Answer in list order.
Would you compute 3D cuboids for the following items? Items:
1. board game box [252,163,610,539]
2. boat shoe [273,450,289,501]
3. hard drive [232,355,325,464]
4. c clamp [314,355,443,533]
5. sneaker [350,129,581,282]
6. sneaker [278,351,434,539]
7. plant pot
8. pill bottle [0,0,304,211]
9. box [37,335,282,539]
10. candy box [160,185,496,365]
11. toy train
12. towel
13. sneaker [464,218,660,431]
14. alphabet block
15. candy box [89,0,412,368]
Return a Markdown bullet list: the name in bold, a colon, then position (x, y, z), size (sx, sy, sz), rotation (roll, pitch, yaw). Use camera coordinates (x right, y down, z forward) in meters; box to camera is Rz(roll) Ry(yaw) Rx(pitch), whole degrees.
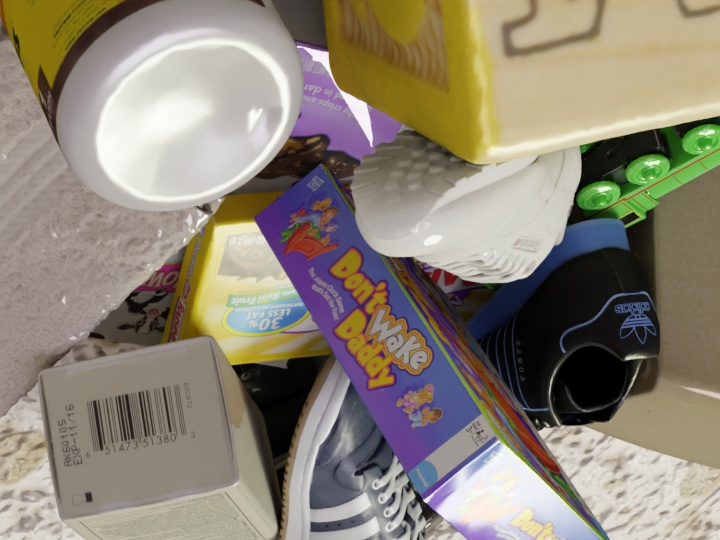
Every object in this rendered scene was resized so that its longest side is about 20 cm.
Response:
- **board game box**: position (0.036, 0.056, 1.239), size (0.045, 0.200, 0.134), rotation (-38, 138, 6)
- **boat shoe**: position (-0.007, 0.122, 1.473), size (0.199, 0.062, 0.075), rotation (-32, 136, 1)
- **hard drive**: position (-0.004, 0.069, 1.495), size (0.199, 0.038, 0.140), rotation (-22, 137, -7)
- **c clamp**: position (0.064, 0.080, 1.443), size (0.200, 0.027, 0.171), rotation (-44, 100, -6)
- **sneaker**: position (0.056, -0.028, 1.174), size (0.200, 0.076, 0.081), rotation (-29, 122, -61)
- **sneaker**: position (0.015, 0.134, 1.371), size (0.108, 0.070, 0.201), rotation (17, 125, 12)
- **plant pot**: position (0.206, 0.006, 1.391), size (0.176, 0.201, 0.200), rotation (4, 170, -20)
- **pill bottle**: position (-0.105, -0.126, 1.134), size (0.109, 0.200, 0.110), rotation (-15, 136, -15)
- **box**: position (-0.098, 0.100, 1.335), size (0.094, 0.078, 0.200), rotation (-12, 165, 1)
- **candy box**: position (0.000, 0.000, 1.336), size (0.199, 0.026, 0.103), rotation (-6, 136, -27)
- **toy train**: position (0.130, -0.047, 1.285), size (0.199, 0.042, 0.056), rotation (-28, 147, 22)
- **towel**: position (-0.170, -0.020, 1.253), size (0.133, 0.034, 0.200), rotation (45, 119, -3)
- **sneaker**: position (0.093, 0.055, 1.332), size (0.070, 0.078, 0.200), rotation (-6, 152, -23)
- **alphabet block**: position (0.098, -0.174, 1.162), size (0.199, 0.195, 0.197), rotation (-13, 107, -18)
- **candy box**: position (-0.071, -0.054, 1.316), size (0.167, 0.072, 0.200), rotation (9, 126, -35)
